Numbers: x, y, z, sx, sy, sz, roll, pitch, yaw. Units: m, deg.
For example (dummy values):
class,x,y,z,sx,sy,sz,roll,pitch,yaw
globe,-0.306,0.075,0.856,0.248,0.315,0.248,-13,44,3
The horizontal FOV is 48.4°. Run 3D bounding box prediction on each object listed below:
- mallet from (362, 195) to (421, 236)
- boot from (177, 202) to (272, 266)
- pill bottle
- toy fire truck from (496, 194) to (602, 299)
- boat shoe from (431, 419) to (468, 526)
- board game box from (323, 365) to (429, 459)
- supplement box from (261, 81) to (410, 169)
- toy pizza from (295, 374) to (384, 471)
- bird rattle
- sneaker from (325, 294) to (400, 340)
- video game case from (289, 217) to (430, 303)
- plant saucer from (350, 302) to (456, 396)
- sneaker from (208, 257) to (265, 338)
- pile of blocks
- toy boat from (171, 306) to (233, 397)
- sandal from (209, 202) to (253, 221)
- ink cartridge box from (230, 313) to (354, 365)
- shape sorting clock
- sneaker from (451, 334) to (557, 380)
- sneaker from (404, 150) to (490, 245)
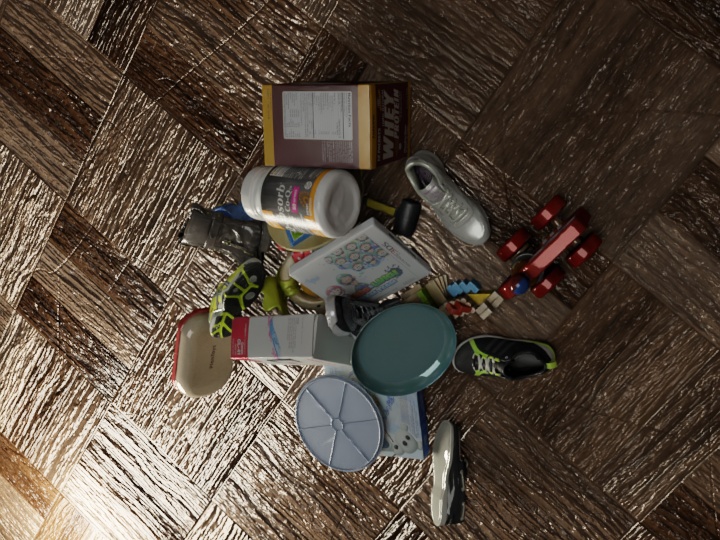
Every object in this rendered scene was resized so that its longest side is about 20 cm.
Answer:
class,x,y,z,sx,sy,sz,roll,pitch,yaw
mallet,0.018,-0.115,1.489,0.197,0.041,0.067,15,106,24
boot,-0.265,-0.050,1.544,0.171,0.070,0.201,8,137,-15
pill bottle,-0.106,-0.124,1.382,0.198,0.116,0.119,10,108,37
toy fire truck,0.297,-0.025,1.313,0.112,0.168,0.200,47,116,6
boat shoe,0.176,0.387,1.533,0.059,0.074,0.204,3,89,-19
board game box,0.030,0.263,1.573,0.196,0.043,0.204,-1,103,24
supplement box,-0.036,-0.256,1.384,0.197,0.197,0.135,6,106,22
toy pizza,-0.040,0.298,1.574,0.197,0.032,0.204,8,107,25
bird rattle,-0.105,-0.002,1.556,0.161,0.113,0.202,27,103,-1
sneaker,0.016,0.079,1.460,0.112,0.200,0.077,-14,70,19
video game case,0.000,0.000,1.465,0.198,0.024,0.181,-29,136,26
plant saucer,0.076,0.139,1.445,0.196,0.028,0.203,-6,120,-11
sneaker,-0.250,0.042,1.550,0.201,0.075,0.077,-53,47,32
pile of blocks,0.160,0.052,1.453,0.197,0.062,0.084,-7,101,25
toy boat,-0.343,0.162,1.685,0.130,0.129,0.203,31,117,46
sandal,-0.228,-0.104,1.570,0.197,0.087,0.081,-15,95,24
ink cartridge box,-0.128,0.135,1.533,0.197,0.147,0.087,-2,78,32
shape sorting clock,-0.083,-0.120,1.470,0.197,0.039,0.203,-17,53,23
sneaker,0.252,0.157,1.428,0.197,0.083,0.073,-6,101,25
sneaker,0.144,-0.118,1.395,0.075,0.099,0.200,-43,86,24
